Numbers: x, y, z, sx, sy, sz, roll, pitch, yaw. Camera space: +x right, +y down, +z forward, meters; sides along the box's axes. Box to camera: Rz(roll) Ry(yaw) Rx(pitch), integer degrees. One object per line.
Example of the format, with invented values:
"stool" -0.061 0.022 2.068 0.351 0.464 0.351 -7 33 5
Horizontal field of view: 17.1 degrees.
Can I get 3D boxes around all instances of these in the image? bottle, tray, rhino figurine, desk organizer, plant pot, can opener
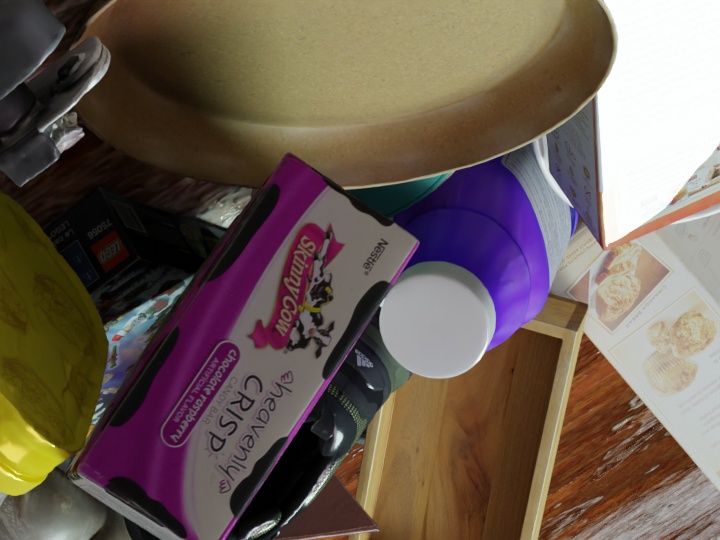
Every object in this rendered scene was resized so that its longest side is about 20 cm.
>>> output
"bottle" 0.051 -0.013 1.067 0.065 0.084 0.200 -13 -161 18
"tray" 0.053 0.098 1.272 0.037 0.098 0.201 -56 159 -59
"rhino figurine" -0.142 0.139 1.167 0.060 0.088 0.200 -19 141 35
"desk organizer" -0.063 0.132 1.279 0.072 0.077 0.200 -41 -175 -17
"plant pot" -0.008 -0.082 0.866 0.199 0.028 0.200 -5 158 -2
"can opener" -0.166 -0.027 0.827 0.200 0.066 0.053 -37 -160 22

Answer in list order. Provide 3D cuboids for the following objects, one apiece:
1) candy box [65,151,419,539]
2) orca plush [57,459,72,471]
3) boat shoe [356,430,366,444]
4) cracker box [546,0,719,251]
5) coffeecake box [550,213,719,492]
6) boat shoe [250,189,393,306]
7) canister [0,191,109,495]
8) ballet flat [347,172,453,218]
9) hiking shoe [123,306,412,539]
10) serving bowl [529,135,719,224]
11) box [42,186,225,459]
"candy box" -0.051 0.038 0.921 0.137 0.061 0.200 -56 -176 -8
"orca plush" -0.160 0.124 1.217 0.200 0.071 0.105 -15 156 -44
"boat shoe" -0.018 0.047 1.262 0.074 0.065 0.202 -32 164 -1
"cracker box" 0.140 -0.113 0.956 0.133 0.058 0.200 -22 141 -11
"coffeecake box" 0.199 0.030 1.294 0.073 0.200 0.154 -39 -177 27
"boat shoe" 0.000 0.000 1.130 0.068 0.072 0.200 -31 155 23
"canister" -0.201 0.069 0.898 0.200 0.087 0.149 -34 -163 12
"ballet flat" 0.028 -0.089 0.968 0.067 0.063 0.200 18 148 -12
"hiking shoe" -0.061 0.086 1.083 0.200 0.076 0.101 -44 -175 41
"serving bowl" 0.152 -0.115 1.060 0.199 0.066 0.201 -17 139 -15
"box" -0.119 0.030 1.080 0.137 0.040 0.200 -35 163 13
